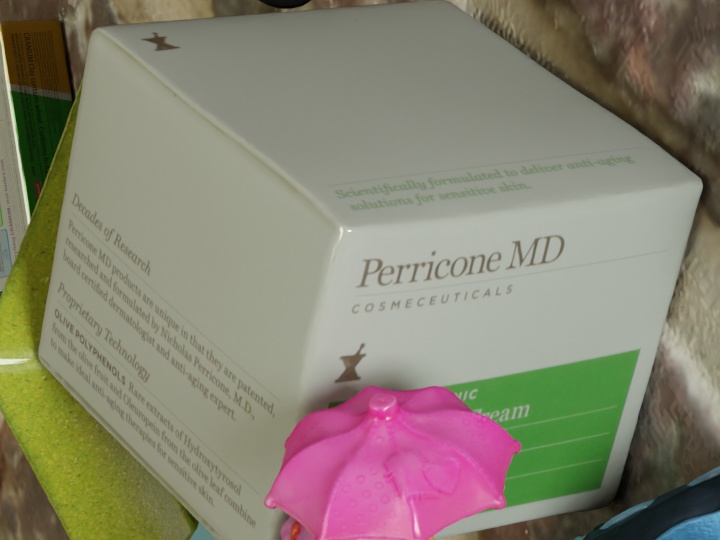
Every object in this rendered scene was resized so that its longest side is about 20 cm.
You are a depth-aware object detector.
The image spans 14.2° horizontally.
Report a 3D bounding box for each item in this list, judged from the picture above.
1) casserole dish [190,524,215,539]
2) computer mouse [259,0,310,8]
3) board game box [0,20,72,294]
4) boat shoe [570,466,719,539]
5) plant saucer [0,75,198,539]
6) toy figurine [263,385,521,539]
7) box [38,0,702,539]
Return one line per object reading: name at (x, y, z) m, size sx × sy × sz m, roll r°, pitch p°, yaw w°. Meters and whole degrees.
casserole dish at (-0.078, 0.147, 1.537) m, size 0.200 × 0.039 × 0.121 m, roll -37°, pitch 65°, yaw 51°
computer mouse at (-0.067, -0.225, 1.373) m, size 0.046 × 0.140 × 0.200 m, roll -16°, pitch 82°, yaw 42°
board game box at (-0.230, -0.056, 1.723) m, size 0.200 × 0.040 × 0.153 m, roll -12°, pitch 86°, yaw 56°
boat shoe at (0.117, 0.144, 1.224) m, size 0.200 × 0.069 × 0.084 m, roll -32°, pitch 103°, yaw 41°
plant saucer at (-0.105, 0.032, 1.416) m, size 0.200 × 0.048 × 0.200 m, roll 70°, pitch -153°, yaw -46°
toy figurine at (0.027, 0.135, 1.116) m, size 0.200 × 0.150 × 0.184 m, roll -35°, pitch 84°, yaw 51°
box at (0.000, 0.000, 1.252) m, size 0.200 × 0.199 × 0.171 m, roll 39°, pitch 126°, yaw 43°
